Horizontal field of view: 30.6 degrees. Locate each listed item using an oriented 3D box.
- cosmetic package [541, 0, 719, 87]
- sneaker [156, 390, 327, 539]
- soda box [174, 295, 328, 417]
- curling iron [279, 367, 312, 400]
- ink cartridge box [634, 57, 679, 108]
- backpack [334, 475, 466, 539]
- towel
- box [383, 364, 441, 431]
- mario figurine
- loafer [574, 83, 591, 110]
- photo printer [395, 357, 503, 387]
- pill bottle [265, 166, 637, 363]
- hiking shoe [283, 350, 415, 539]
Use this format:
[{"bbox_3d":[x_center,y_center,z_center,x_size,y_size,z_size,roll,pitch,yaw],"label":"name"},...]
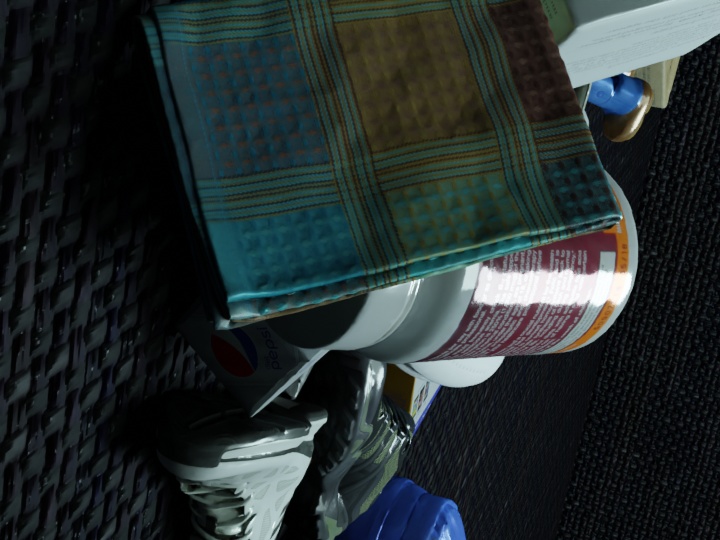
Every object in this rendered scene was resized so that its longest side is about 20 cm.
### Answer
[{"bbox_3d":[0.140,-0.209,0.776,0.200,0.163,0.167,153,-80,-78],"label":"cosmetic package"},{"bbox_3d":[-0.072,0.134,0.763,0.200,0.075,0.117,15,90,-76],"label":"sneaker"},{"bbox_3d":[-0.016,-0.002,0.760,0.063,0.068,0.200,-43,179,39],"label":"soda box"},{"bbox_3d":[0.000,0.000,0.853,0.201,0.049,0.026,-56,163,-30],"label":"curling iron"},{"bbox_3d":[0.199,-0.224,1.158,0.200,0.162,0.076,48,58,-72],"label":"ink cartridge box"},{"bbox_3d":[0.023,0.271,1.062,0.163,0.165,0.203,71,35,-74],"label":"backpack"},{"bbox_3d":[0.009,-0.066,0.585,0.022,0.197,0.149,127,-53,-65],"label":"towel"},{"bbox_3d":[0.054,0.052,1.171,0.119,0.041,0.203,-50,154,-54],"label":"box"},{"bbox_3d":[0.122,-0.156,1.009,0.198,0.123,0.108,20,89,-30],"label":"mario figurine"},{"bbox_3d":[0.114,-0.081,0.896,0.069,0.069,0.203,18,84,-43],"label":"loafer"},{"bbox_3d":[0.072,-0.018,0.975,0.166,0.069,0.203,36,70,-54],"label":"photo printer"},{"bbox_3d":[0.045,-0.011,0.683,0.198,0.113,0.116,0,108,-45],"label":"pill bottle"},{"bbox_3d":[-0.006,0.104,0.921,0.100,0.076,0.202,-30,148,-38],"label":"hiking shoe"}]
